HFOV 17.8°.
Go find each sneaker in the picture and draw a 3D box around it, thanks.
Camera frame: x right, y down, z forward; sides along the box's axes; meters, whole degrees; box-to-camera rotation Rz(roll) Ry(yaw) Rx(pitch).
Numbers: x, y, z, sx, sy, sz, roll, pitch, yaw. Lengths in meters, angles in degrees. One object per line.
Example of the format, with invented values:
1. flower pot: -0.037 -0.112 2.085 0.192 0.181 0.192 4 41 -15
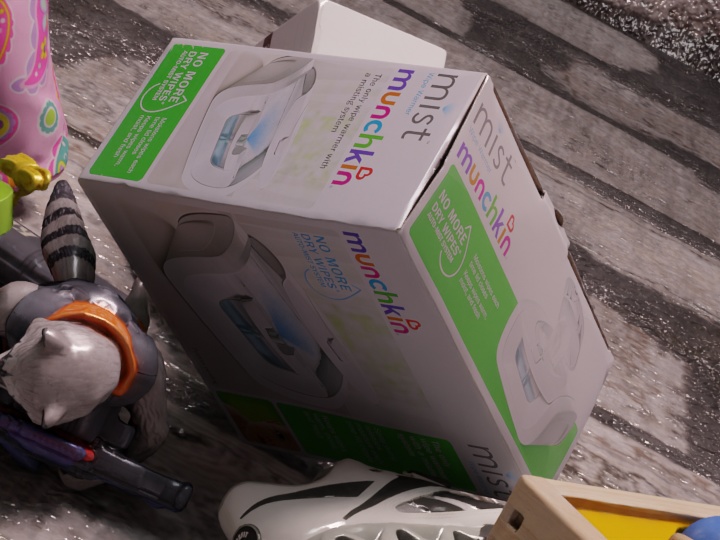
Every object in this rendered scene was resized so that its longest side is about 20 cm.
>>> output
1. sneaker: 0.021 0.119 1.035 0.199 0.074 0.088 12 24 -46

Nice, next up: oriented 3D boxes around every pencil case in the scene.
1. pencil case: -0.202 -0.146 1.256 0.087 0.202 0.088 0 23 0

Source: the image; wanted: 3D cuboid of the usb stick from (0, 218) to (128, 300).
1. usb stick: -0.195 -0.018 1.178 0.199 0.033 0.055 33 17 18

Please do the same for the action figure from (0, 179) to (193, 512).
1. action figure: -0.155 0.019 1.011 0.199 0.105 0.193 24 6 -20

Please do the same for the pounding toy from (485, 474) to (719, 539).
1. pounding toy: 0.143 0.166 0.965 0.199 0.143 0.184 13 21 -42

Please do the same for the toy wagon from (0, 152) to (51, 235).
1. toy wagon: -0.224 -0.014 0.966 0.199 0.040 0.155 -10 23 -30

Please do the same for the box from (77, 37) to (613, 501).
1. box: 0.000 0.000 1.050 0.175 0.097 0.201 11 -34 33

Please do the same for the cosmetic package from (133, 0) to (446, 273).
1. cosmetic package: -0.041 -0.055 1.234 0.081 0.114 0.200 21 -23 -23
